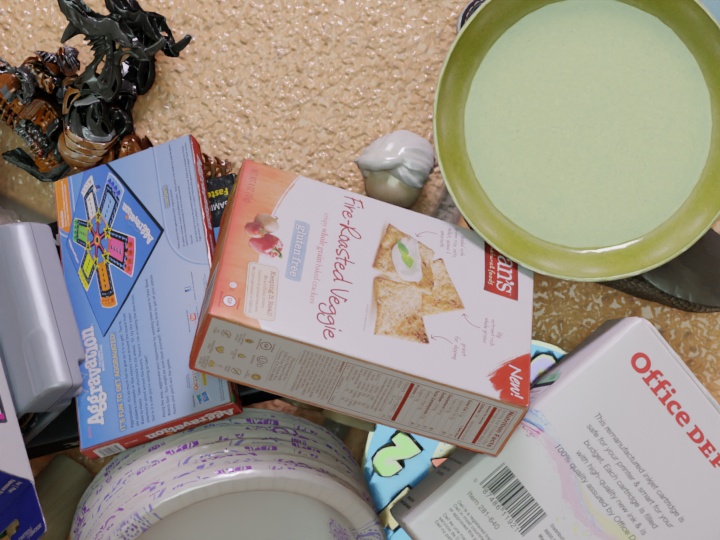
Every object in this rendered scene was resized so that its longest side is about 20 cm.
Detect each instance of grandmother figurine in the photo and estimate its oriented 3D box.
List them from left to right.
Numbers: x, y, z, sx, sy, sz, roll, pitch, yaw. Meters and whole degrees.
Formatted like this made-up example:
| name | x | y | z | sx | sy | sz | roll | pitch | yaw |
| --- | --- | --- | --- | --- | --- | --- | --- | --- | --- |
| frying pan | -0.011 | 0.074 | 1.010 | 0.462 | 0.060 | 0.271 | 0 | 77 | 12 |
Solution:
| name | x | y | z | sx | sy | sz | roll | pitch | yaw |
| --- | --- | --- | --- | --- | --- | --- | --- | --- | --- |
| grandmother figurine | 0.000 | 0.000 | 1.052 | 0.121 | 0.061 | 0.201 | 19 | 89 | 12 |

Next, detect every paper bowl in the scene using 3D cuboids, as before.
| name | x | y | z | sx | sy | sz | roll | pitch | yaw |
| --- | --- | --- | --- | --- | --- | --- | --- | --- | --- |
| paper bowl | -0.088 | 0.173 | 1.006 | 0.199 | 0.105 | 0.202 | -8 | 127 | -10 |

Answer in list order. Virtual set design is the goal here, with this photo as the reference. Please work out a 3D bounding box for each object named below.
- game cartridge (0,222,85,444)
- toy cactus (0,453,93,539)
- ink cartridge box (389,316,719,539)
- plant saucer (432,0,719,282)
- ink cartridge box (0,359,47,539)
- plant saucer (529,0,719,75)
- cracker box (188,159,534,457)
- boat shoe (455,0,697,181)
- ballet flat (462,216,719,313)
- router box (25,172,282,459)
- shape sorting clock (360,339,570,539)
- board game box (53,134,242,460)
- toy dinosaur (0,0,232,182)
| name | x | y | z | sx | sy | sz | roll | pitch | yaw |
| --- | --- | --- | --- | --- | --- | --- | --- | --- | --- |
| game cartridge | -0.251 | 0.059 | 1.011 | 0.200 | 0.041 | 0.134 | -40 | 65 | 39 |
| toy cactus | -0.236 | 0.207 | 1.058 | 0.199 | 0.102 | 0.165 | 21 | 66 | 30 |
| ink cartridge box | 0.141 | 0.146 | 0.990 | 0.200 | 0.084 | 0.145 | -40 | 91 | -6 |
| plant saucer | 0.145 | -0.094 | 0.979 | 0.199 | 0.031 | 0.202 | 0 | 91 | 2 |
| ink cartridge box | -0.252 | 0.091 | 0.963 | 0.095 | 0.037 | 0.201 | -42 | 61 | 39 |
| plant saucer | 0.192 | -0.220 | 1.030 | 0.199 | 0.036 | 0.201 | 0 | 78 | -1 |
| cracker box | 0.006 | 0.022 | 0.949 | 0.199 | 0.134 | 0.058 | 17 | 135 | -10 |
| boat shoe | 0.147 | -0.118 | 1.036 | 0.200 | 0.060 | 0.074 | 44 | 92 | 4 |
| ballet flat | 0.164 | -0.014 | 1.045 | 0.199 | 0.046 | 0.068 | 15 | 60 | 0 |
| router box | -0.157 | 0.033 | 1.045 | 0.199 | 0.051 | 0.150 | -15 | 76 | 11 |
| shape sorting clock | 0.098 | 0.145 | 1.048 | 0.199 | 0.039 | 0.202 | 0 | 90 | 5 |
| board game box | -0.138 | 0.013 | 0.984 | 0.102 | 0.019 | 0.201 | -17 | 59 | 9 |
| toy dinosaur | -0.182 | -0.116 | 1.068 | 0.199 | 0.102 | 0.136 | 20 | 107 | -12 |
